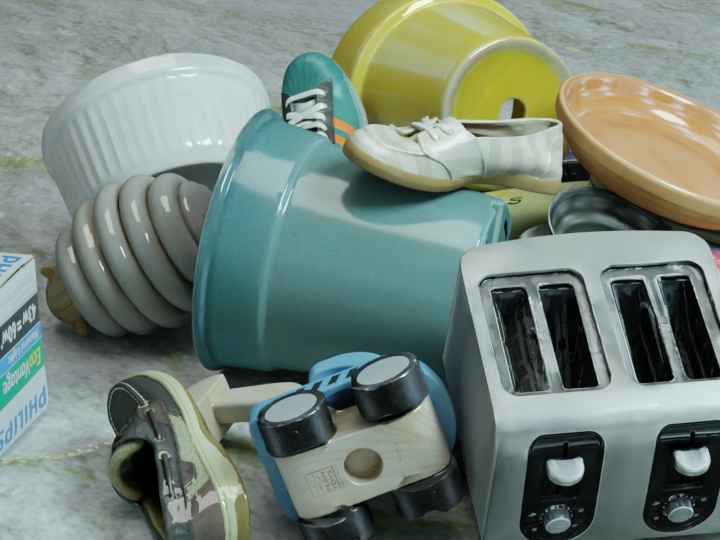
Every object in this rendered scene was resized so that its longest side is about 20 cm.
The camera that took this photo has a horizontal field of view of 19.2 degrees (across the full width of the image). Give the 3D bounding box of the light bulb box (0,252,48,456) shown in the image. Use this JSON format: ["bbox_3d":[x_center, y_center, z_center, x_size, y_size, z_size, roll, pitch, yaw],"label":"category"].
[{"bbox_3d":[-0.349,0.071,1.479,0.199,0.126,0.198,4,23,15],"label":"light bulb box"}]

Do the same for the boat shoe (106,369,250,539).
[{"bbox_3d":[-0.136,0.125,1.410,0.066,0.072,0.201,-6,27,-26],"label":"boat shoe"}]

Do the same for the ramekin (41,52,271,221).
[{"bbox_3d":[-0.161,-0.086,1.781,0.201,0.203,0.095,-9,62,-19],"label":"ramekin"}]

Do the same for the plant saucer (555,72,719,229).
[{"bbox_3d":[0.241,-0.090,1.665,0.199,0.038,0.201,19,27,-10],"label":"plant saucer"}]

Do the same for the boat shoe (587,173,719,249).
[{"bbox_3d":[0.267,-0.028,1.703,0.199,0.069,0.075,21,43,-7],"label":"boat shoe"}]

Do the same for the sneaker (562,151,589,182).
[{"bbox_3d":[0.240,-0.089,1.919,0.198,0.076,0.088,-3,16,-5],"label":"sneaker"}]

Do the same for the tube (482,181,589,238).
[{"bbox_3d":[0.102,-0.043,1.749,0.199,0.052,0.058,-11,56,31],"label":"tube"}]

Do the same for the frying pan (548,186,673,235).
[{"bbox_3d":[0.214,0.006,1.561,0.115,0.031,0.190,-21,58,-44],"label":"frying pan"}]

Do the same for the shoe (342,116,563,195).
[{"bbox_3d":[0.071,-0.091,1.542,0.199,0.054,0.070,3,23,-40],"label":"shoe"}]

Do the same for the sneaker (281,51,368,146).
[{"bbox_3d":[-0.035,-0.093,1.764,0.071,0.201,0.080,-16,-16,21],"label":"sneaker"}]

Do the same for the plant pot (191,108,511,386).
[{"bbox_3d":[0.000,0.000,1.578,0.195,0.202,0.200,14,25,13],"label":"plant pot"}]

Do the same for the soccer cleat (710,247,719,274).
[{"bbox_3d":[0.268,0.010,1.640,0.198,0.073,0.069,2,63,2],"label":"soccer cleat"}]

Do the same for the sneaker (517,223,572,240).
[{"bbox_3d":[0.187,0.054,1.586,0.075,0.085,0.200,-21,55,-43],"label":"sneaker"}]

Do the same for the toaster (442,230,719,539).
[{"bbox_3d":[0.154,0.072,1.385,0.179,0.119,0.201,-3,48,-8],"label":"toaster"}]

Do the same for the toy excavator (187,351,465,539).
[{"bbox_3d":[-0.033,0.105,1.422,0.193,0.100,0.200,-21,18,5],"label":"toy excavator"}]

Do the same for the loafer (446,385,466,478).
[{"bbox_3d":[0.089,0.087,1.494,0.068,0.071,0.200,13,27,31],"label":"loafer"}]

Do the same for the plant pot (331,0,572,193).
[{"bbox_3d":[0.092,-0.141,1.835,0.199,0.202,0.189,-10,12,-21],"label":"plant pot"}]

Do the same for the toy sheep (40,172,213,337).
[{"bbox_3d":[-0.164,-0.016,1.670,0.199,0.138,0.138,-32,17,16],"label":"toy sheep"}]
